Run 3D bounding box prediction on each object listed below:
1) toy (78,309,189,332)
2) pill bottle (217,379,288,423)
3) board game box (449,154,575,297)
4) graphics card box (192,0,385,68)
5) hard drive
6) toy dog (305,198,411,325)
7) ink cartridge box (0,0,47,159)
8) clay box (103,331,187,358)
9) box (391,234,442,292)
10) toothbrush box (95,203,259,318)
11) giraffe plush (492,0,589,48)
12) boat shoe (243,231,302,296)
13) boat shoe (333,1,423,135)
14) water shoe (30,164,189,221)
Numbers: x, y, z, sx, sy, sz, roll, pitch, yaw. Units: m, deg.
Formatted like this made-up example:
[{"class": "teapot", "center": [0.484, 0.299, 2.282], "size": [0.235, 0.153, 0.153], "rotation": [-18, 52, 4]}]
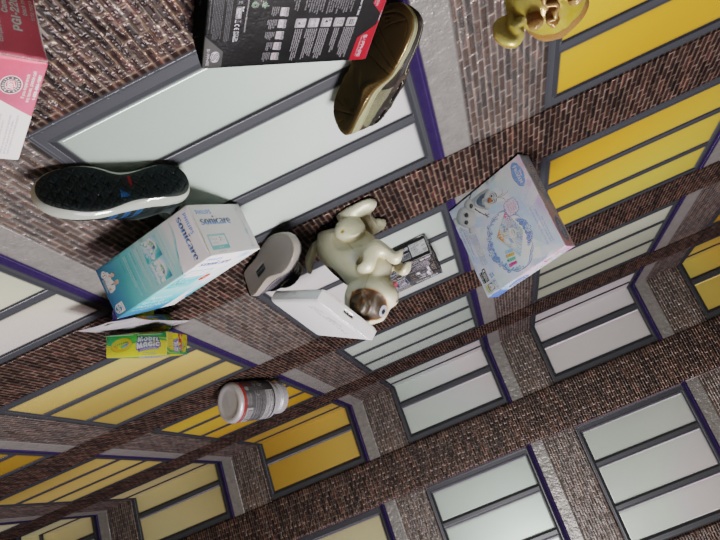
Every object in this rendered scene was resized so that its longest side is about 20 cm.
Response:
[{"class": "toy", "center": [-0.416, 0.087, 1.194], "size": [0.112, 0.048, 0.200], "rotation": [-14, 168, 11]}, {"class": "pill bottle", "center": [-0.317, 0.387, 1.912], "size": [0.115, 0.118, 0.198], "rotation": [-34, 156, 31]}, {"class": "board game box", "center": [0.289, -0.084, 1.256], "size": [0.043, 0.204, 0.198], "rotation": [-3, 153, -43]}, {"class": "graphics card box", "center": [-0.072, -0.277, 0.668], "size": [0.196, 0.052, 0.126], "rotation": [-13, 158, -24]}, {"class": "hard drive", "center": [-0.072, 0.080, 1.175], "size": [0.131, 0.027, 0.199], "rotation": [39, 160, -24]}, {"class": "toy dog", "center": [0.000, 0.000, 1.181], "size": [0.190, 0.204, 0.140], "rotation": [-20, 159, -3]}, {"class": "ink cartridge box", "center": [-0.394, -0.177, 0.551], "size": [0.197, 0.086, 0.145], "rotation": [-4, 153, -42]}, {"class": "clay box", "center": [-0.413, 0.145, 1.242], "size": [0.112, 0.049, 0.200], "rotation": [-3, 174, -3]}, {"class": "box", "center": [0.082, 0.004, 1.476], "size": [0.197, 0.051, 0.158], "rotation": [-25, 159, 10]}, {"class": "toothbrush box", "center": [-0.277, -0.018, 0.987], "size": [0.198, 0.087, 0.146], "rotation": [-31, 175, 20]}, {"class": "giraffe plush", "center": [0.187, -0.315, 0.665], "size": [0.197, 0.165, 0.172], "rotation": [-3, 153, -39]}, {"class": "boat shoe", "center": [-0.141, -0.017, 1.203], "size": [0.091, 0.076, 0.199], "rotation": [-12, 165, -39]}, {"class": "boat shoe", "center": [0.027, -0.252, 0.806], "size": [0.064, 0.074, 0.200], "rotation": [-20, 165, -35]}, {"class": "water shoe", "center": [-0.324, -0.089, 0.844], "size": [0.196, 0.073, 0.079], "rotation": [-8, 157, -30]}]
